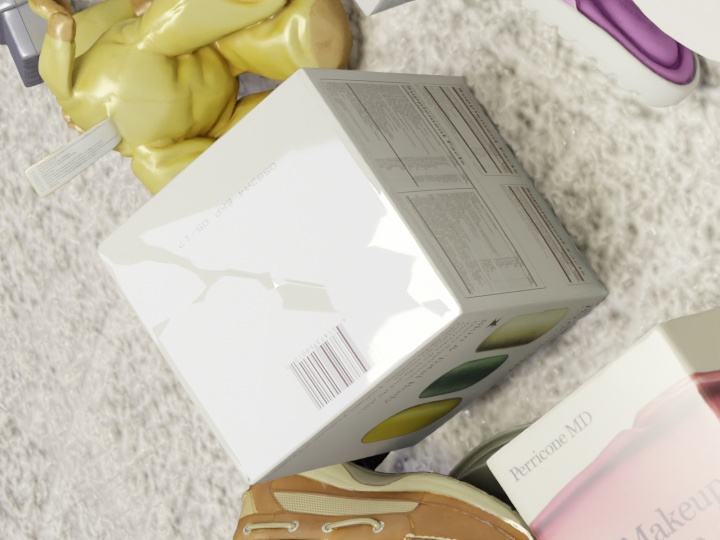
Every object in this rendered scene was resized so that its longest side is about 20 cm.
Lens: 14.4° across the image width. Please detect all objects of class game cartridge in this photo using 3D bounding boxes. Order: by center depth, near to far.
[{"bbox_3d":[-0.237,-0.215,1.758,0.130,0.038,0.201,122,125,-86],"label":"game cartridge"}]

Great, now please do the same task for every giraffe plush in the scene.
[{"bbox_3d":[-0.111,-0.113,1.643,0.162,0.199,0.173,-131,25,-67],"label":"giraffe plush"}]

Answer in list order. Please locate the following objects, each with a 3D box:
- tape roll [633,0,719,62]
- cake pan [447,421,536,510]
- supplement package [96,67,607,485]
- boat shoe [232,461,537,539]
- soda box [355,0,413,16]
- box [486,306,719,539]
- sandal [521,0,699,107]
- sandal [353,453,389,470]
[{"bbox_3d":[0.193,-0.198,1.326,0.202,0.071,0.203,22,123,40],"label":"tape roll"},{"bbox_3d":[0.107,0.184,1.566,0.199,0.037,0.201,4,98,32],"label":"cake pan"},{"bbox_3d":[0.000,0.000,1.488,0.152,0.200,0.151,-39,76,22],"label":"supplement package"},{"bbox_3d":[0.015,0.151,1.542,0.199,0.074,0.076,10,150,38],"label":"boat shoe"},{"bbox_3d":[0.048,-0.224,1.475,0.068,0.064,0.200,53,136,16],"label":"soda box"},{"bbox_3d":[0.181,0.135,1.431,0.128,0.109,0.200,-41,76,26],"label":"box"},{"bbox_3d":[0.098,-0.162,1.403,0.202,0.083,0.050,37,126,-20],"label":"sandal"},{"bbox_3d":[-0.006,0.062,1.654,0.048,0.075,0.201,9,114,25],"label":"sandal"}]
